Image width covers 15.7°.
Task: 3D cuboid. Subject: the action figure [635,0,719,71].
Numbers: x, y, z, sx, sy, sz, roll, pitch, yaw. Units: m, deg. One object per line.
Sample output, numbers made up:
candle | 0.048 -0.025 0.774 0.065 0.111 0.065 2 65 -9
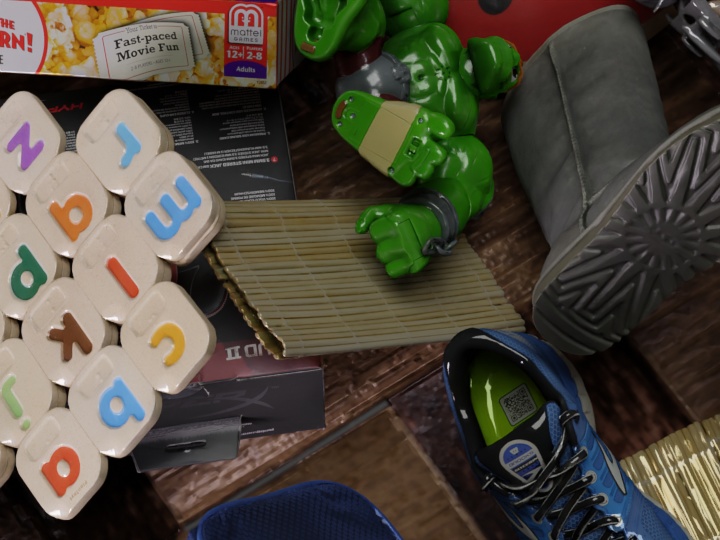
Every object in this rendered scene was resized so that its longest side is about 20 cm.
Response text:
action figure | 0.202 -0.181 1.367 0.200 0.069 0.130 -30 92 -39

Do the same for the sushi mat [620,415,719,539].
sushi mat | 0.208 0.159 1.261 0.095 0.012 0.200 -20 64 -9

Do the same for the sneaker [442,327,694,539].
sneaker | 0.093 0.109 1.244 0.079 0.089 0.200 -40 62 13

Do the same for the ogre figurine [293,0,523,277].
ogre figurine | 0.020 -0.099 1.319 0.098 0.120 0.200 -38 74 19

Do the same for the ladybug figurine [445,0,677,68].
ladybug figurine | 0.106 -0.177 1.413 0.200 0.072 0.136 -33 67 -15

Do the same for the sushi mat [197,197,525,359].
sushi mat | 0.000 0.000 1.282 0.200 0.012 0.096 -4 54 -52

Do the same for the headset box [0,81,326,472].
headset box | -0.100 0.006 1.318 0.148 0.075 0.200 -8 62 -4

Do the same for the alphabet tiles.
alphabet tiles | -0.150 0.014 1.248 0.200 0.015 0.196 -49 54 12

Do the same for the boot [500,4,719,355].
boot | 0.141 -0.069 1.281 0.182 0.073 0.200 -36 23 25

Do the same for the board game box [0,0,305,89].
board game box | -0.124 -0.135 1.346 0.199 0.152 0.046 4 106 9

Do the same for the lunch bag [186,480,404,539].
lunch bag | -0.020 0.211 1.169 0.136 0.132 0.200 -6 50 -52
